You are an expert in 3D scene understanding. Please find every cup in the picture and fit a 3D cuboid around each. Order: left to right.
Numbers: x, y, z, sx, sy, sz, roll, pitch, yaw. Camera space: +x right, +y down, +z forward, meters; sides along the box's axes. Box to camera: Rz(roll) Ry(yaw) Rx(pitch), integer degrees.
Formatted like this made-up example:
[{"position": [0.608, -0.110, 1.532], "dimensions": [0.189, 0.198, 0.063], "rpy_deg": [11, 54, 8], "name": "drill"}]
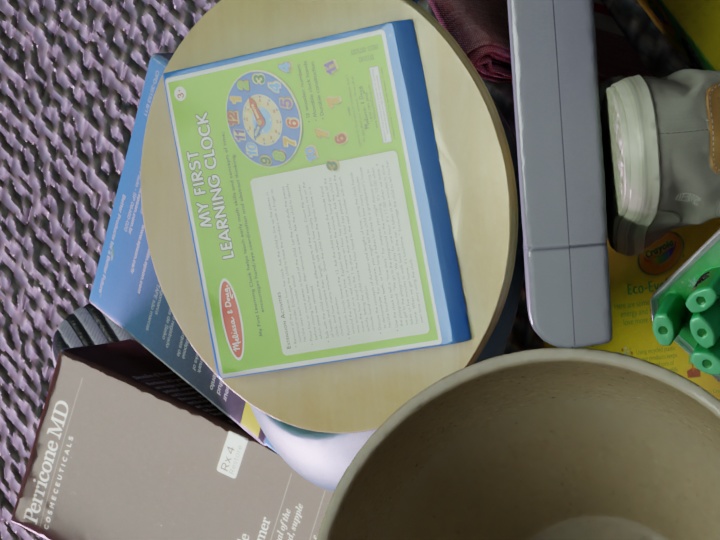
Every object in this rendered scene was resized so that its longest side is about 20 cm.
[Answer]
[{"position": [0.089, 0.143, 1.230], "dimensions": [0.200, 0.143, 0.201], "rpy_deg": [-2, 77, 10], "name": "cup"}]

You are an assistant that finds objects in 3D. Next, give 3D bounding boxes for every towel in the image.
[{"position": [0.044, -0.156, 1.358], "dimensions": [0.023, 0.144, 0.200], "rpy_deg": [-45, 59, 24], "name": "towel"}]

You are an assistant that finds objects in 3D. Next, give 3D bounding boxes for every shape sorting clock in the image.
[{"position": [-0.015, -0.029, 1.291], "dimensions": [0.200, 0.039, 0.200], "rpy_deg": [5, 100, 32], "name": "shape sorting clock"}]

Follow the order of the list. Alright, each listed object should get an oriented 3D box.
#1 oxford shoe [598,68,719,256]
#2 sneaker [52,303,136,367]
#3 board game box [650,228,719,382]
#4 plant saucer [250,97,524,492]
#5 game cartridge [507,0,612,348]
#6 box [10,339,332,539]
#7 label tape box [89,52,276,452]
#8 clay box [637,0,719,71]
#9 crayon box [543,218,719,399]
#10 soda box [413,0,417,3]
[{"position": [0.125, -0.046, 1.210], "dimensions": [0.200, 0.058, 0.075], "rpy_deg": [76, -174, -88], "name": "oxford shoe"}, {"position": [-0.099, 0.110, 1.633], "dimensions": [0.200, 0.074, 0.088], "rpy_deg": [62, 171, 13], "name": "sneaker"}, {"position": [0.240, 0.023, 1.132], "dimensions": [0.200, 0.026, 0.200], "rpy_deg": [42, 121, -2], "name": "board game box"}, {"position": [0.000, 0.000, 1.349], "dimensions": [0.200, 0.027, 0.200], "rpy_deg": [-21, 62, 47], "name": "plant saucer"}, {"position": [0.078, -0.073, 1.205], "dimensions": [0.041, 0.133, 0.200], "rpy_deg": [-3, 94, 7], "name": "game cartridge"}, {"position": [-0.069, 0.117, 1.517], "dimensions": [0.200, 0.075, 0.100], "rpy_deg": [22, 103, 27], "name": "box"}, {"position": [-0.042, -0.005, 1.491], "dimensions": [0.200, 0.066, 0.143], "rpy_deg": [35, 118, 39], "name": "label tape box"}, {"position": [0.188, -0.109, 1.219], "dimensions": [0.115, 0.048, 0.200], "rpy_deg": [-33, 61, -1], "name": "clay box"}, {"position": [0.143, 0.044, 1.331], "dimensions": [0.127, 0.051, 0.200], "rpy_deg": [-8, 88, 50], "name": "crayon box"}, {"position": [-0.012, -0.154, 1.398], "dimensions": [0.068, 0.064, 0.200], "rpy_deg": [-41, 25, 33], "name": "soda box"}]
